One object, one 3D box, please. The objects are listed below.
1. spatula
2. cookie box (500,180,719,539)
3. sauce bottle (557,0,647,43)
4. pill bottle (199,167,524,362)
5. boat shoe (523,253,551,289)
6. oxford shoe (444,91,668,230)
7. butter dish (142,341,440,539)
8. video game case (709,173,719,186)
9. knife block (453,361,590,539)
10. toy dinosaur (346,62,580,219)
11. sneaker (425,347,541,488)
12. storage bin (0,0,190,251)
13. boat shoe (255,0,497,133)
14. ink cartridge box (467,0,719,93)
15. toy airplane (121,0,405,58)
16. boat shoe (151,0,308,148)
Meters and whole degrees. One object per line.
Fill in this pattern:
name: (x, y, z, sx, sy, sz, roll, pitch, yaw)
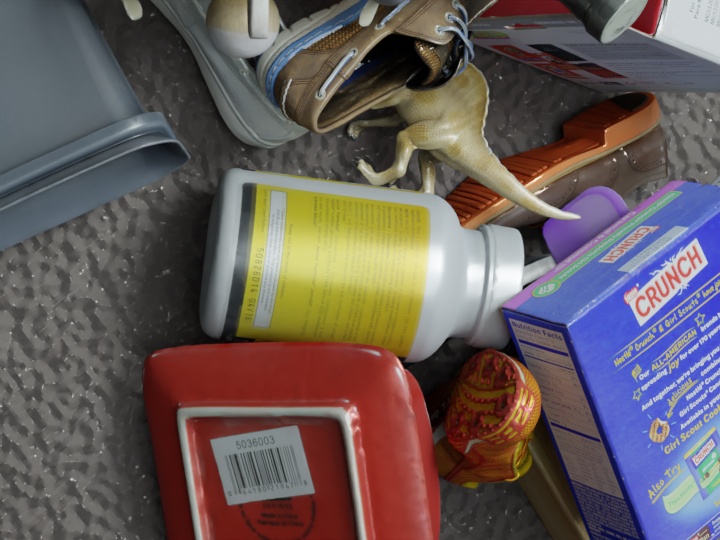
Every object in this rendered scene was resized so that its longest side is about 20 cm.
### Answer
spatula: (0.100, 0.012, 1.251, 0.200, 0.021, 0.057, -32, 72, 11)
cookie box: (0.202, 0.069, 1.193, 0.171, 0.075, 0.201, -34, 115, -26)
sauce bottle: (0.085, -0.212, 1.076, 0.066, 0.066, 0.200, -38, 74, -15)
pill bottle: (0.000, 0.000, 1.185, 0.199, 0.112, 0.113, 7, 90, -8)
boat shoe: (0.195, 0.000, 1.306, 0.199, 0.066, 0.070, -11, 97, -21)
oxford shoe: (0.137, -0.051, 1.281, 0.200, 0.071, 0.073, -29, 113, -14)
butter dish: (-0.020, 0.131, 1.189, 0.148, 0.199, 0.200, -24, 109, -58)
video game case: (0.259, 0.053, 1.300, 0.182, 0.023, 0.200, -41, 115, -30)
knife block: (0.154, 0.163, 1.299, 0.199, 0.064, 0.176, 12, 88, -22)
toy dinosaur: (0.050, -0.089, 1.216, 0.101, 0.058, 0.200, -40, 73, 14)
sneaker: (0.089, 0.101, 1.197, 0.077, 0.200, 0.073, 27, 76, -5)
storage bin: (-0.221, -0.091, 1.102, 0.199, 0.146, 0.135, -23, 86, -1)
boat shoe: (0.035, -0.148, 1.141, 0.200, 0.072, 0.072, -35, 145, -3)
ink cartridge box: (0.169, -0.178, 1.200, 0.175, 0.200, 0.084, 15, 87, -33)
toy airplane: (-0.063, -0.181, 1.052, 0.199, 0.200, 0.142, -33, 141, -42)
boat shoe: (-0.087, -0.171, 1.174, 0.072, 0.068, 0.201, -35, 106, -39)
